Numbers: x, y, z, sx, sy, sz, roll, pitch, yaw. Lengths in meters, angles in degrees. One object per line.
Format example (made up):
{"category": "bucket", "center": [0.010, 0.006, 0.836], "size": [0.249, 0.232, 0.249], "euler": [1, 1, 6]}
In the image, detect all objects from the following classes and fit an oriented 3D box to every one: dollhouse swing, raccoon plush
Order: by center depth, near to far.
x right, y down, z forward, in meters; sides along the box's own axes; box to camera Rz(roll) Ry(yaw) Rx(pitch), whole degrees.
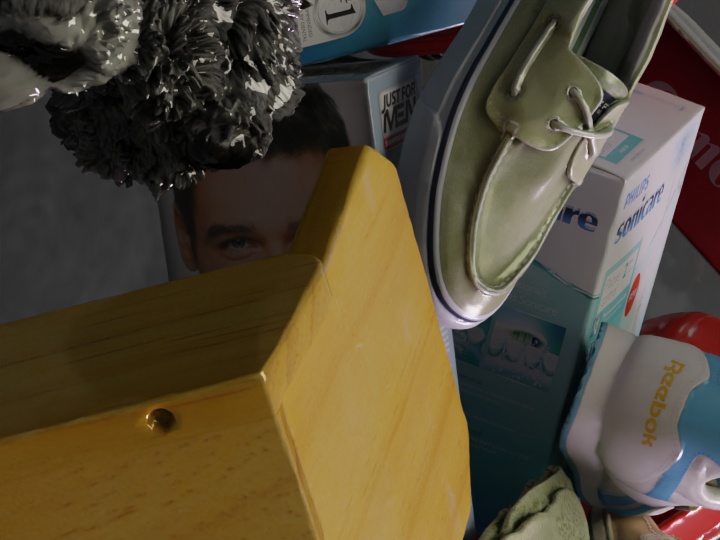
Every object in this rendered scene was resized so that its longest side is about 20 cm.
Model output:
{"category": "dollhouse swing", "center": [-0.056, 0.078, 0.918], "size": [0.176, 0.181, 0.201], "euler": [-95, 170, -57]}
{"category": "raccoon plush", "center": [-0.077, -0.125, 0.920], "size": [0.134, 0.096, 0.201], "euler": [59, 42, -45]}

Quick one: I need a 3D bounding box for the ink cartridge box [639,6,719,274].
{"category": "ink cartridge box", "center": [0.201, -0.062, 1.474], "size": [0.200, 0.084, 0.175], "euler": [50, 11, 21]}

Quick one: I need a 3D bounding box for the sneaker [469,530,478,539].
{"category": "sneaker", "center": [-0.006, 0.153, 1.070], "size": [0.200, 0.088, 0.082], "euler": [-23, 116, -67]}

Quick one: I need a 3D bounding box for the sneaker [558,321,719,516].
{"category": "sneaker", "center": [0.143, 0.078, 1.162], "size": [0.200, 0.080, 0.077], "euler": [35, 74, -74]}

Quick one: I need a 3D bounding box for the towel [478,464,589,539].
{"category": "towel", "center": [0.070, 0.193, 1.096], "size": [0.148, 0.036, 0.201], "euler": [-34, 123, -64]}

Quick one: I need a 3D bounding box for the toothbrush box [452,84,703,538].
{"category": "toothbrush box", "center": [0.078, 0.018, 1.208], "size": [0.146, 0.085, 0.201], "euler": [-36, 142, -65]}

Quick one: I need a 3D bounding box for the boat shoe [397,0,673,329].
{"category": "boat shoe", "center": [0.071, -0.071, 1.011], "size": [0.072, 0.062, 0.201], "euler": [31, 75, -43]}

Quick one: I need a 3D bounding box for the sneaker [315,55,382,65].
{"category": "sneaker", "center": [0.000, 0.000, 1.112], "size": [0.066, 0.090, 0.201], "euler": [-37, 122, -63]}

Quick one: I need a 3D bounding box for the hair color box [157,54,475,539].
{"category": "hair color box", "center": [-0.019, 0.020, 1.050], "size": [0.061, 0.099, 0.201], "euler": [-29, 115, -64]}

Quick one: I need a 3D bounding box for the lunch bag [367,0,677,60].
{"category": "lunch bag", "center": [0.101, -0.161, 1.270], "size": [0.200, 0.175, 0.082], "euler": [-39, 120, -62]}

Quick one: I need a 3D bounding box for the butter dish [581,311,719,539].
{"category": "butter dish", "center": [0.138, 0.082, 1.382], "size": [0.148, 0.200, 0.199], "euler": [55, 19, 6]}

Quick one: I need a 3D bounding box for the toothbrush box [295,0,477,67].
{"category": "toothbrush box", "center": [0.032, -0.179, 1.074], "size": [0.199, 0.085, 0.147], "euler": [-17, 108, -21]}

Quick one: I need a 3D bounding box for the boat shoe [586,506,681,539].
{"category": "boat shoe", "center": [0.140, 0.159, 1.177], "size": [0.200, 0.069, 0.074], "euler": [-93, 178, -71]}
